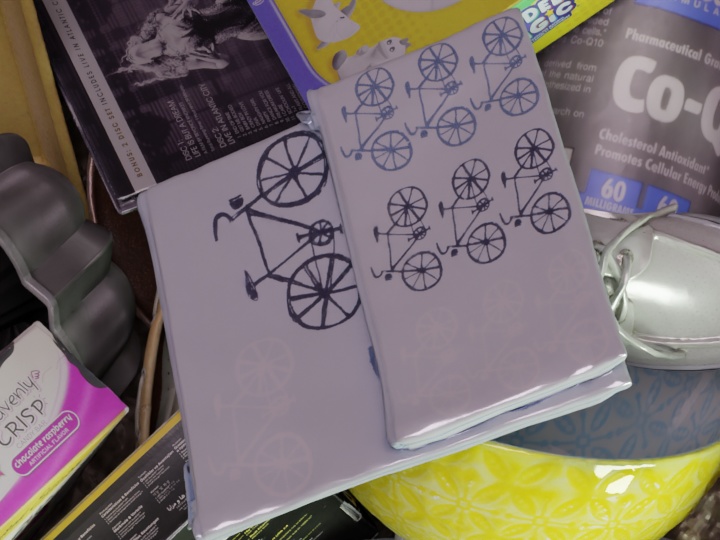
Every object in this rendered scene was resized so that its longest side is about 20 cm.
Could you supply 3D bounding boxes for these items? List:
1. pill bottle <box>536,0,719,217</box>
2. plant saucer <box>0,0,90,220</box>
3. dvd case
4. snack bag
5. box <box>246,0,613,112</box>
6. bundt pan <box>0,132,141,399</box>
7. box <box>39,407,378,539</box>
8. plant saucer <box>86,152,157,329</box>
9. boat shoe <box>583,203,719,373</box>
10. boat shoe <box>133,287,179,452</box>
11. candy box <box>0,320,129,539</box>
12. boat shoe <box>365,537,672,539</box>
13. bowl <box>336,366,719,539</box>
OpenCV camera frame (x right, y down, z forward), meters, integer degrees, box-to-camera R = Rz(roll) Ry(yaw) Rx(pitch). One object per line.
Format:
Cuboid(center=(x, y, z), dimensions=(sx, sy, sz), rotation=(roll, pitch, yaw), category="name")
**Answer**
Cuboid(center=(0.132, -0.097, 1.149), dimensions=(0.113, 0.114, 0.201), rotation=(14, 83, 10), category="pill bottle")
Cuboid(center=(-0.240, -0.097, 1.180), dimensions=(0.199, 0.200, 0.049), rotation=(-1, 46, 7), category="plant saucer")
Cuboid(center=(-0.050, -0.119, 1.174), dimensions=(0.199, 0.016, 0.149), rotation=(-21, 58, -12), category="dvd case")
Cuboid(center=(0.000, 0.000, 1.021), dimensions=(0.199, 0.021, 0.189), rotation=(-22, 58, 14), category="snack bag")
Cuboid(center=(0.050, -0.147, 1.110), dimensions=(0.200, 0.048, 0.118), rotation=(-33, 58, 5), category="box")
Cuboid(center=(-0.184, 0.009, 1.146), dimensions=(0.202, 0.202, 0.076), rotation=(37, 50, 12), category="bundt pan")
Cuboid(center=(-0.097, 0.152, 1.111), dimensions=(0.200, 0.160, 0.049), rotation=(-43, 62, 0), category="box")
Cuboid(center=(-0.034, -0.044, 1.202), dimensions=(0.199, 0.037, 0.201), rotation=(-1, 81, 8), category="plant saucer")
Cuboid(center=(0.093, 0.003, 1.042), dimensions=(0.201, 0.086, 0.075), rotation=(14, 100, 9), category="boat shoe")
Cuboid(center=(-0.065, 0.006, 1.139), dimensions=(0.071, 0.076, 0.201), rotation=(6, 78, 11), category="boat shoe")
Cuboid(center=(-0.196, 0.125, 1.089), dimensions=(0.061, 0.200, 0.136), rotation=(43, 50, 4), category="candy box")
Cuboid(center=(0.073, 0.161, 1.143), dimensions=(0.199, 0.072, 0.062), rotation=(1, 119, -1), category="boat shoe")
Cuboid(center=(0.064, 0.083, 1.094), dimensions=(0.199, 0.200, 0.108), rotation=(16, 113, 10), category="bowl")
